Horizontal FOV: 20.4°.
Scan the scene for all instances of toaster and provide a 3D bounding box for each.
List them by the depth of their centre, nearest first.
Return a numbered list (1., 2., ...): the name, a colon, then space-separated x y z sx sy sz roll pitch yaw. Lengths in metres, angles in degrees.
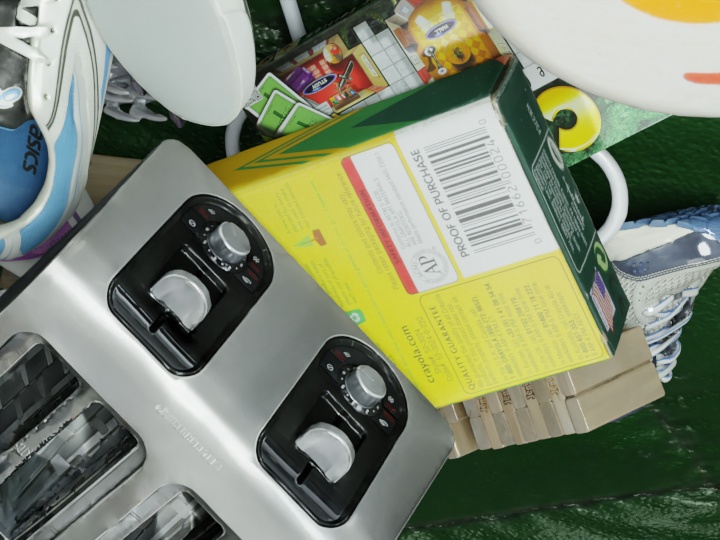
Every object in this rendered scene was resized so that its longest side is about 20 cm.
1. toaster: -0.094 0.076 0.835 0.181 0.119 0.200 47 120 -6

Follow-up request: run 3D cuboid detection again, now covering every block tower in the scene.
1. block tower: 0.066 0.060 1.017 0.058 0.054 0.200 -19 180 -34

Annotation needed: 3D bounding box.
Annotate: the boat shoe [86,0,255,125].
1. boat shoe: -0.074 -0.147 0.770 0.070 0.064 0.201 12 138 31

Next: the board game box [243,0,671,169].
1. board game box: 0.050 -0.082 0.848 0.199 0.023 0.105 -27 109 29

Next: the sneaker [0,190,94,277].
1. sneaker: -0.198 -0.025 0.879 0.072 0.115 0.200 -8 142 35

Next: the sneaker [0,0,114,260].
1. sneaker: -0.135 -0.100 0.813 0.071 0.073 0.201 11 107 7

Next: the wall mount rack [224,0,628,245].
1. wall mount rack: 0.024 -0.060 0.920 0.199 0.075 0.175 9 118 12

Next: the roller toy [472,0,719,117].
1. roller toy: 0.118 -0.156 0.669 0.182 0.140 0.200 38 132 -27

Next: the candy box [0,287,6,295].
1. candy box: -0.181 0.084 1.009 0.199 0.072 0.168 25 146 1

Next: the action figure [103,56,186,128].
1. action figure: -0.177 -0.103 0.913 0.199 0.070 0.130 4 155 14

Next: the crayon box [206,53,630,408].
1. crayon box: 0.000 0.000 0.867 0.199 0.051 0.127 -17 112 25

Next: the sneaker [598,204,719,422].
1. sneaker: 0.136 0.028 1.011 0.077 0.086 0.200 -12 166 -29

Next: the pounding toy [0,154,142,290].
1. pounding toy: -0.082 0.040 1.052 0.199 0.143 0.184 7 150 4
